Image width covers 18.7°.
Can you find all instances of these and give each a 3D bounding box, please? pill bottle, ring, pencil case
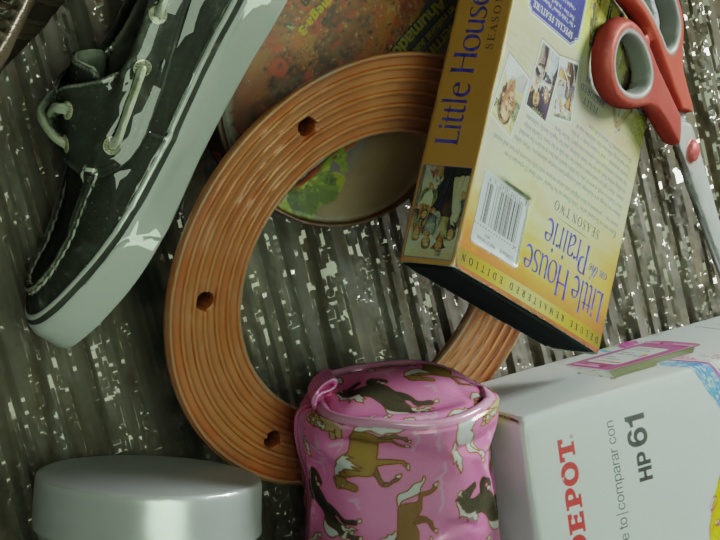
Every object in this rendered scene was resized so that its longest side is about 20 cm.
[{"bbox_3d":[-0.091,0.184,0.904,0.115,0.116,0.201,1,95,-23],"label":"pill bottle"},{"bbox_3d":[0.000,0.000,0.943,0.200,0.019,0.201,-17,121,-31],"label":"ring"},{"bbox_3d":[0.014,0.136,0.942,0.086,0.083,0.201,-16,115,-42],"label":"pencil case"}]

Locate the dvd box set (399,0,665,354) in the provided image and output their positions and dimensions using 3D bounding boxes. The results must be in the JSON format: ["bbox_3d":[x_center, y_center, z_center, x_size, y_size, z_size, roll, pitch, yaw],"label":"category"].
[{"bbox_3d":[0.082,-0.078,0.934,0.146,0.029,0.201,27,72,-56],"label":"dvd box set"}]

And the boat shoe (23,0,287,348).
[{"bbox_3d":[-0.097,-0.066,0.892,0.064,0.071,0.200,26,96,-24],"label":"boat shoe"}]

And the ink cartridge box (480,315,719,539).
[{"bbox_3d":[0.141,0.109,1.002,0.199,0.085,0.145,-14,100,-25],"label":"ink cartridge box"}]

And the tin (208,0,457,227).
[{"bbox_3d":[0.013,-0.108,0.962,0.112,0.042,0.200,44,79,-16],"label":"tin"}]

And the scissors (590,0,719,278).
[{"bbox_3d":[0.149,-0.068,0.998,0.200,0.014,0.073,48,53,-47],"label":"scissors"}]

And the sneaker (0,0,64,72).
[{"bbox_3d":[-0.143,-0.132,0.885,0.070,0.076,0.200,44,56,-9],"label":"sneaker"}]
